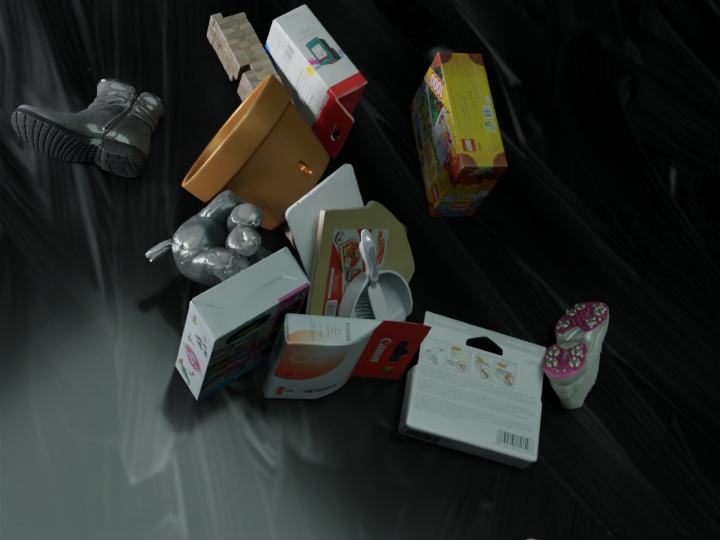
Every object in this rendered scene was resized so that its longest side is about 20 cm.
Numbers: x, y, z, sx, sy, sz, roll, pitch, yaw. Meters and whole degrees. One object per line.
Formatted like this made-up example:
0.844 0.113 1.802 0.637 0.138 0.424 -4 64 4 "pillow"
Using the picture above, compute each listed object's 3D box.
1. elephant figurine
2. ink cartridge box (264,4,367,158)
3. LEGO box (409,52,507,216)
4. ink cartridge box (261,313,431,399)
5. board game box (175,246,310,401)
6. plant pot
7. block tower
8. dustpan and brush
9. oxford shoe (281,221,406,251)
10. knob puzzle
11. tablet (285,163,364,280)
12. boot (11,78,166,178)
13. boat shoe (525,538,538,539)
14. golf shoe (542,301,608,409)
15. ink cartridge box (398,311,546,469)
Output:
-0.162 -0.001 1.379 0.154 0.201 0.142 27 73 27 "elephant figurine"
-0.063 -0.286 1.540 0.067 0.116 0.201 -32 79 -28 "ink cartridge box"
0.146 -0.208 1.551 0.076 0.149 0.203 -2 65 -18 "LEGO box"
-0.020 0.122 1.332 0.196 0.163 0.051 7 56 -14 "ink cartridge box"
-0.153 0.072 1.291 0.146 0.201 0.065 -30 74 -27 "board game box"
-0.138 -0.153 1.422 0.140 0.199 0.201 40 59 -14 "plant pot"
-0.167 -0.304 1.552 0.057 0.054 0.202 -23 74 -26 "block tower"
0.015 0.027 1.376 0.139 0.057 0.203 -36 124 -30 "dustpan and brush"
-0.023 -0.065 1.476 0.197 0.072 0.074 5 24 -33 "oxford shoe"
0.000 0.000 1.419 0.030 0.222 0.219 18 48 43 "knob puzzle"
-0.030 -0.033 1.408 0.014 0.202 0.130 18 48 43 "tablet"
-0.386 -0.220 1.442 0.197 0.070 0.134 21 57 -20 "boot"
0.301 0.404 1.360 0.198 0.074 0.067 26 47 -6 "boat shoe"
0.325 0.124 1.504 0.200 0.074 0.093 -49 129 -45 "golf shoe"
0.162 0.170 1.437 0.197 0.044 0.176 17 61 -9 "ink cartridge box"
